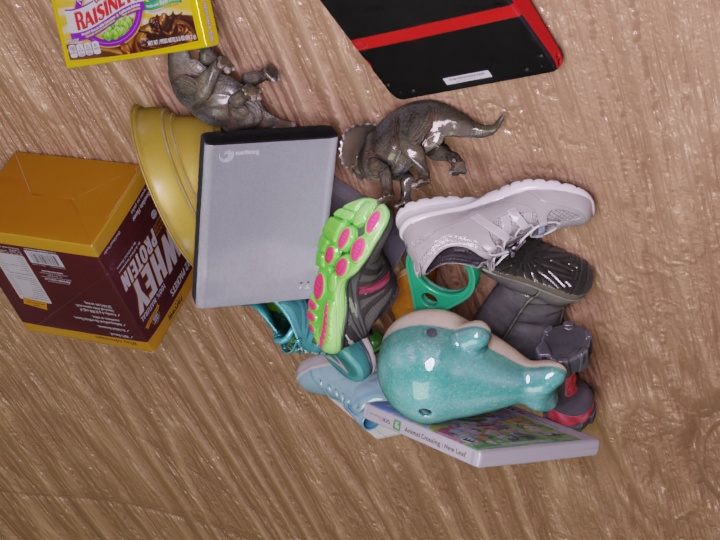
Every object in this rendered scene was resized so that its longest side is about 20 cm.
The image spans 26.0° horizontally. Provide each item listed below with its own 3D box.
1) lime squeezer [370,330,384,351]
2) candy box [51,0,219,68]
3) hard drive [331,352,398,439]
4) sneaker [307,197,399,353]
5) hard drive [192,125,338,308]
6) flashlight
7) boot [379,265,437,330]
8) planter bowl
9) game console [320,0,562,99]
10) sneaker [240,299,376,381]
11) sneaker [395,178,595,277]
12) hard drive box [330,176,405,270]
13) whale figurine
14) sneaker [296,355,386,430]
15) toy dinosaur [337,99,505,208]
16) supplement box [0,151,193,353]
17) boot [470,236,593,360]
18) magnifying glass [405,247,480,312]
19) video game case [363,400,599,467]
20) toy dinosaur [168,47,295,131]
[{"bbox_3d":[0.000,0.071,1.912,0.200,0.038,0.071,18,114,16],"label":"lime squeezer"},{"bbox_3d":[-0.233,-0.265,1.576,0.200,0.026,0.102,-3,103,37],"label":"candy box"},{"bbox_3d":[0.047,0.156,1.991,0.132,0.027,0.200,43,143,-22],"label":"hard drive"},{"bbox_3d":[0.000,0.000,1.651,0.077,0.084,0.200,54,141,35],"label":"sneaker"},{"bbox_3d":[-0.102,-0.056,1.627,0.139,0.033,0.200,-5,125,-17],"label":"hard drive"},{"bbox_3d":[0.235,0.121,1.753,0.068,0.068,0.200,18,154,15],"label":"flashlight"},{"bbox_3d":[0.087,0.063,1.758,0.144,0.071,0.201,52,158,8],"label":"boot"},{"bbox_3d":[-0.170,-0.103,1.696,0.083,0.200,0.200,-22,131,8],"label":"planter bowl"},{"bbox_3d":[0.068,-0.238,1.450,0.200,0.031,0.177,-5,139,40],"label":"game console"},{"bbox_3d":[-0.065,0.065,1.759,0.200,0.080,0.077,42,143,-22],"label":"sneaker"},{"bbox_3d":[0.139,-0.035,1.571,0.200,0.082,0.075,-11,155,5],"label":"sneaker"},{"bbox_3d":[-0.058,-0.021,1.780,0.156,0.077,0.200,34,146,-9],"label":"hard drive box"},{"bbox_3d":[0.114,0.119,1.657,0.200,0.104,0.159,15,142,3],"label":"whale figurine"},{"bbox_3d":[-0.004,0.152,1.916,0.200,0.082,0.074,0,146,36],"label":"sneaker"},{"bbox_3d":[0.047,-0.126,1.558,0.200,0.102,0.077,-30,162,36],"label":"toy dinosaur"},{"bbox_3d":[-0.340,-0.023,1.920,0.197,0.133,0.200,8,142,26],"label":"supplement box"},{"bbox_3d":[0.151,0.027,1.721,0.182,0.073,0.200,30,153,-1],"label":"boot"},{"bbox_3d":[0.074,0.033,1.677,0.080,0.022,0.200,28,137,8],"label":"magnifying glass"},{"bbox_3d":[0.135,0.176,1.738,0.200,0.022,0.182,0,-167,-43],"label":"video game case"},{"bbox_3d":[-0.150,-0.185,1.609,0.200,0.077,0.102,32,133,-13],"label":"toy dinosaur"}]
